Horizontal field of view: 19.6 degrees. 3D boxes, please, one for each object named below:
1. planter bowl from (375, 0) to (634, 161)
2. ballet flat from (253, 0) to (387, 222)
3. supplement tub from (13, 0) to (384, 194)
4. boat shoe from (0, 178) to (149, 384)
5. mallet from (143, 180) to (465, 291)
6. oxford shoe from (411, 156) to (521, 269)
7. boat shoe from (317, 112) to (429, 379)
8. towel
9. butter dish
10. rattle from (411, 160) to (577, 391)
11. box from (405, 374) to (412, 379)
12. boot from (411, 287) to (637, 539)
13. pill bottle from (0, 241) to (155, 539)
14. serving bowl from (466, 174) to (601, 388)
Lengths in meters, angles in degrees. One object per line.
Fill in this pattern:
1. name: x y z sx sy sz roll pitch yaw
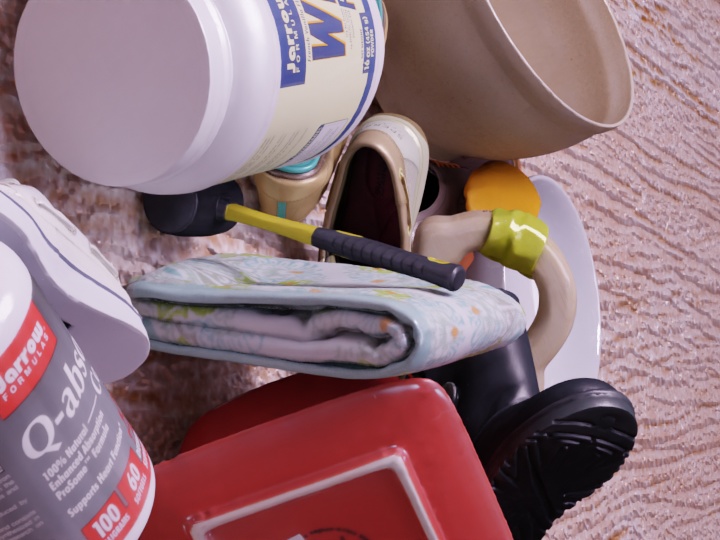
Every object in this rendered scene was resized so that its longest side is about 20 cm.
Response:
1. planter bowl: 0.085 -0.161 1.501 0.200 0.134 0.201 38 36 -34
2. ballet flat: -0.031 -0.110 1.389 0.063 0.068 0.201 96 13 -48
3. supplement tub: -0.088 -0.120 1.166 0.200 0.144 0.146 -22 103 -63
4. boat shoe: -0.179 -0.011 1.062 0.200 0.071 0.070 38 24 -50
5. mallet: -0.036 -0.021 1.200 0.066 0.199 0.042 2 103 -58
6. oxford shoe: 0.067 -0.058 1.545 0.073 0.071 0.200 66 32 -23
7. boat shoe: 0.000 0.000 1.362 0.066 0.073 0.202 -34 129 -66
8. towel: -0.023 0.023 1.210 0.171 0.198 0.049 -14 109 -65
9. butter dish: -0.022 0.128 1.239 0.148 0.198 0.201 -100 168 -54
10. rattle: 0.085 0.042 1.479 0.143 0.129 0.202 -129 -151 -67
11. box: 0.048 0.139 1.499 0.201 0.034 0.111 62 34 -36
12. boot: 0.093 0.075 1.307 0.076 0.201 0.169 7 52 -22
13. pill bottle: -0.186 0.056 0.964 0.201 0.115 0.116 62 34 -36
14. serving bowl: 0.125 0.028 1.643 0.200 0.065 0.202 24 63 -61
